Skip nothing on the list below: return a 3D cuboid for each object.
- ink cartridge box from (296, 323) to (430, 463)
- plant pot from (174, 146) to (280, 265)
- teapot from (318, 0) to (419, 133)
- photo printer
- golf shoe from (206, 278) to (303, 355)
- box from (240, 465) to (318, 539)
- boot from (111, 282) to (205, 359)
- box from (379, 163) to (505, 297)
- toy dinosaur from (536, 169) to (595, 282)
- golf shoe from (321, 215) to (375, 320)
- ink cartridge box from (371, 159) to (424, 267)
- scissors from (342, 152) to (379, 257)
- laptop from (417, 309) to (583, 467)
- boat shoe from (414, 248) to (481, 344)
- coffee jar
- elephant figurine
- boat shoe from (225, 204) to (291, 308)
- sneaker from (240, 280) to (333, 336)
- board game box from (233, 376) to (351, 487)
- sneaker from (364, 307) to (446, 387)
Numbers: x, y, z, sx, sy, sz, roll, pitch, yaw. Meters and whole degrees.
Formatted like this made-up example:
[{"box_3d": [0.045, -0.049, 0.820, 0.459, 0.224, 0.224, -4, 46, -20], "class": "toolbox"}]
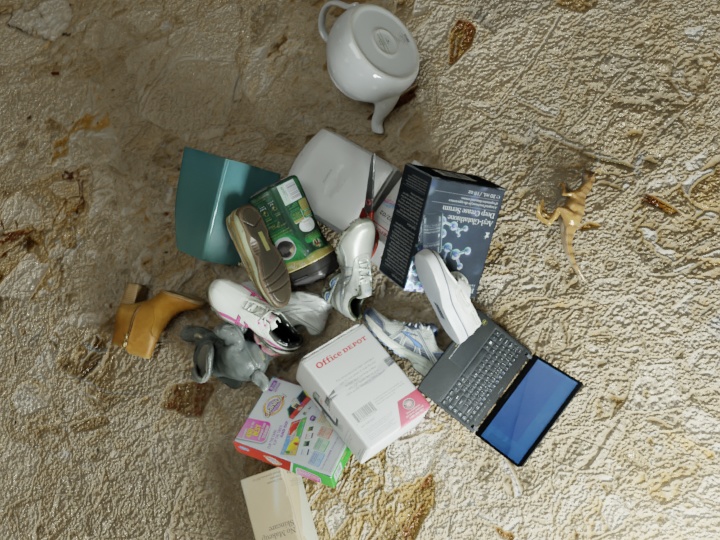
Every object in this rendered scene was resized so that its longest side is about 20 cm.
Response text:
[{"box_3d": [0.001, 0.214, 1.437, 0.145, 0.085, 0.200, -29, 69, -27], "class": "ink cartridge box"}, {"box_3d": [-0.276, -0.120, 1.587, 0.141, 0.141, 0.201, 21, 97, 40], "class": "plant pot"}, {"box_3d": [0.004, -0.402, 1.559, 0.146, 0.197, 0.201, -30, 42, 48], "class": "teapot"}, {"box_3d": [-0.044, -0.169, 1.568, 0.200, 0.069, 0.167, 33, 91, 21], "class": "photo printer"}, {"box_3d": [-0.184, 0.076, 1.455, 0.092, 0.200, 0.073, -17, 41, 49], "class": "golf shoe"}, {"box_3d": [-0.139, 0.461, 1.469, 0.095, 0.078, 0.201, -23, 73, 12], "class": "box"}, {"box_3d": [-0.408, 0.109, 1.642, 0.201, 0.071, 0.145, 9, 88, 23], "class": "boot"}, {"box_3d": [0.138, -0.068, 1.401, 0.107, 0.148, 0.201, 41, 122, 59], "class": "box"}, {"box_3d": [0.362, -0.090, 1.423, 0.106, 0.060, 0.201, 12, 84, 19], "class": "toy dinosaur"}, {"box_3d": [0.000, 0.000, 1.453, 0.097, 0.078, 0.200, 46, 136, 35], "class": "golf shoe"}, {"box_3d": [0.091, -0.086, 1.507, 0.115, 0.068, 0.200, 37, 93, 21], "class": "ink cartridge box"}, {"box_3d": [0.020, -0.110, 1.468, 0.073, 0.014, 0.200, 30, 118, 16], "class": "scissors"}, {"box_3d": [0.231, 0.195, 1.371, 0.200, 0.103, 0.177, 39, 85, -3], "class": "laptop"}, {"box_3d": [0.151, 0.035, 1.345, 0.066, 0.200, 0.072, -35, 31, -12], "class": "boat shoe"}, {"box_3d": [-0.122, -0.071, 1.528, 0.104, 0.085, 0.200, -21, 98, 45], "class": "coffee jar"}, {"box_3d": [-0.265, 0.166, 1.557, 0.200, 0.155, 0.142, -29, 112, 31], "class": "elephant figurine"}, {"box_3d": [-0.193, -0.019, 1.511, 0.076, 0.072, 0.201, -22, 87, 41], "class": "boat shoe"}, {"box_3d": [-0.154, 0.077, 1.554, 0.199, 0.078, 0.100, 14, 87, 21], "class": "sneaker"}, {"box_3d": [-0.106, 0.288, 1.474, 0.199, 0.040, 0.153, 15, 52, 21], "class": "board game box"}, {"box_3d": [0.096, 0.123, 1.468, 0.200, 0.077, 0.085, 38, 88, 12], "class": "sneaker"}]
